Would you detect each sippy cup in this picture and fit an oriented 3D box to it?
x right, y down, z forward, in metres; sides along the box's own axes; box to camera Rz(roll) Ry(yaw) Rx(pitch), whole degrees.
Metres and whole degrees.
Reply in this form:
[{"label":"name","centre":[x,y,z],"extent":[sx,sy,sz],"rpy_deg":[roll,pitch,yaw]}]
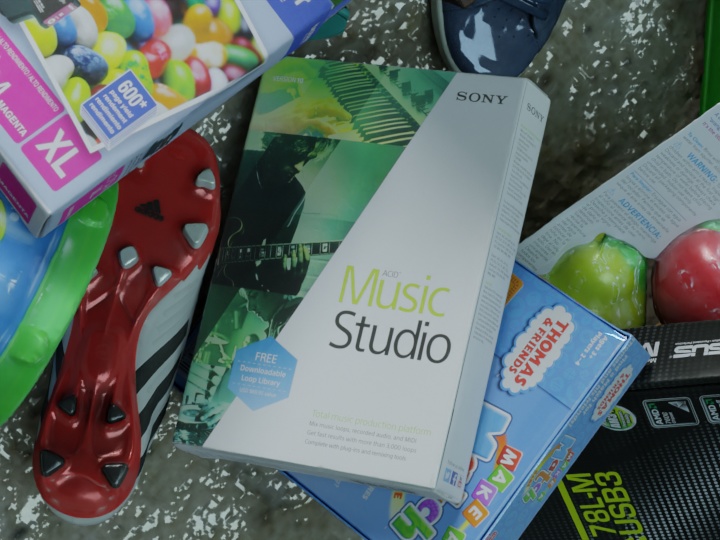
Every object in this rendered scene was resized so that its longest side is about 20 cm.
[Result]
[{"label":"sippy cup","centre":[-0.198,-0.013,1.124],"extent":[0.130,0.178,0.140],"rpy_deg":[27,129,-17]}]

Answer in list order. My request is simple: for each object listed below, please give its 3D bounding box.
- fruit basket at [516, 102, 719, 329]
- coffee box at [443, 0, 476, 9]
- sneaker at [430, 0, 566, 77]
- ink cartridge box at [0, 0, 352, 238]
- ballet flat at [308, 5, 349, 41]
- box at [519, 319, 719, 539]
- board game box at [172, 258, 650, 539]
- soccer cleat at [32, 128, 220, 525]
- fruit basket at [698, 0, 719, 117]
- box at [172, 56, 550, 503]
[{"label":"fruit basket","centre":[0.161,0.020,1.270],"extent":[0.200,0.094,0.185],"rpy_deg":[-39,119,21]},{"label":"coffee box","centre":[0.008,-0.198,1.116],"extent":[0.080,0.200,0.113],"rpy_deg":[-37,115,-10]},{"label":"sneaker","centre":[0.100,-0.182,1.226],"extent":[0.075,0.084,0.201],"rpy_deg":[18,97,-27]},{"label":"ink cartridge box","centre":[-0.100,-0.120,1.101],"extent":[0.200,0.042,0.120],"rpy_deg":[-38,87,-24]},{"label":"ballet flat","centre":[-0.095,-0.148,1.165],"extent":[0.199,0.072,0.072],"rpy_deg":[0,104,-25]},{"label":"box","centre":[0.133,0.110,1.252],"extent":[0.192,0.048,0.201],"rpy_deg":[-7,134,22]},{"label":"board game box","centre":[0.018,0.046,1.196],"extent":[0.152,0.200,0.037],"rpy_deg":[-53,148,-2]},{"label":"soccer cleat","centre":[-0.115,0.027,1.204],"extent":[0.068,0.085,0.201],"rpy_deg":[13,75,-2]},{"label":"fruit basket","centre":[0.288,-0.136,1.280],"extent":[0.214,0.156,0.217],"rpy_deg":[-2,105,-8]},{"label":"box","centre":[0.000,0.000,1.175],"extent":[0.036,0.144,0.201],"rpy_deg":[35,65,-60]}]
